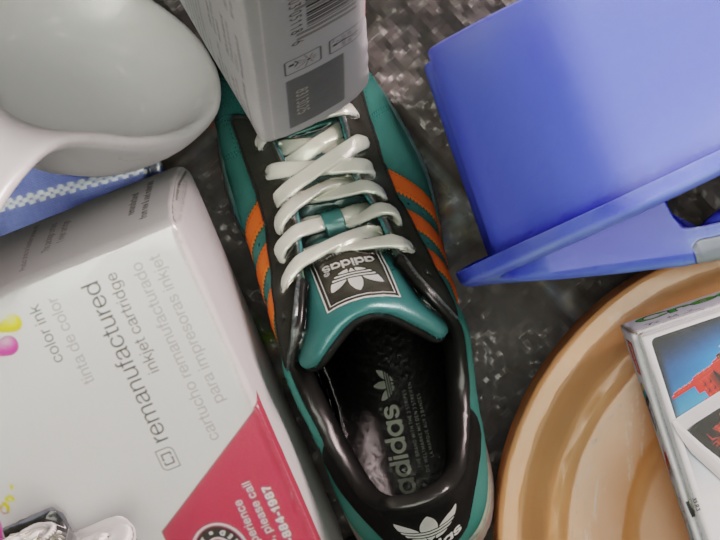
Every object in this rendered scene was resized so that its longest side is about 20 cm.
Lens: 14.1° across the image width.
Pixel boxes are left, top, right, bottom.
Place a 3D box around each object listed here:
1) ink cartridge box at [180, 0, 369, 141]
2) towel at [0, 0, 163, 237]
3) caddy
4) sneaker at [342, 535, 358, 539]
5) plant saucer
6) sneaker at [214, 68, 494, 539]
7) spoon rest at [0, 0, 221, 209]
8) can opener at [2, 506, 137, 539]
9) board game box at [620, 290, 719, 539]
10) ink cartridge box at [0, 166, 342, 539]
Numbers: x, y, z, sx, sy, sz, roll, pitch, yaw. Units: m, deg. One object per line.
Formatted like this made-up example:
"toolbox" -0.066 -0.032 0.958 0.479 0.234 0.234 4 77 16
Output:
"ink cartridge box" -0.062 -0.153 0.918 0.050 0.162 0.200 -26 77 -6
"towel" -0.145 -0.046 1.014 0.145 0.024 0.200 -16 92 2
"caddy" 0.114 -0.057 0.958 0.200 0.141 0.105 -25 89 1
"sneaker" 0.005 0.191 1.015 0.085 0.074 0.200 10 88 -27
"plant saucer" 0.146 0.088 0.987 0.200 0.032 0.201 0 93 -1
"sneaker" 0.000 0.000 0.972 0.071 0.080 0.200 -19 77 -3
"spoon rest" -0.106 -0.044 0.916 0.099 0.200 0.061 26 129 -1
"can opener" -0.153 0.130 0.914 0.200 0.053 0.067 -21 107 5
"board game box" 0.200 0.047 0.953 0.200 0.035 0.126 -18 95 -1
"ink cartridge box" -0.122 0.073 0.971 0.200 0.086 0.148 -23 105 3
